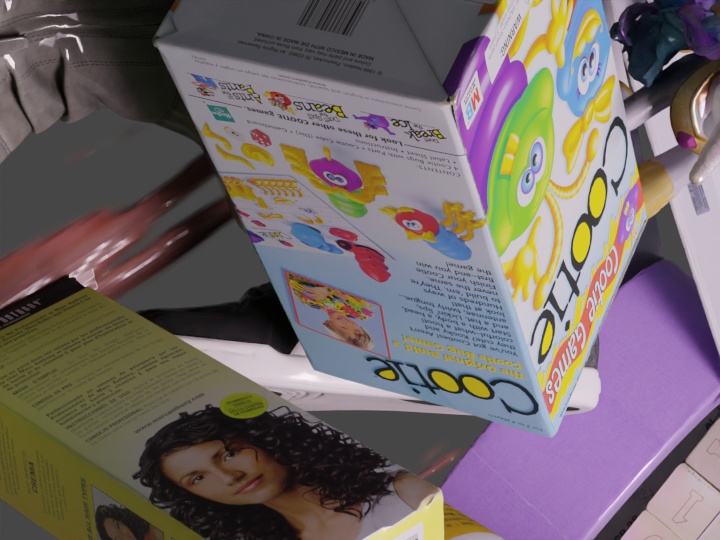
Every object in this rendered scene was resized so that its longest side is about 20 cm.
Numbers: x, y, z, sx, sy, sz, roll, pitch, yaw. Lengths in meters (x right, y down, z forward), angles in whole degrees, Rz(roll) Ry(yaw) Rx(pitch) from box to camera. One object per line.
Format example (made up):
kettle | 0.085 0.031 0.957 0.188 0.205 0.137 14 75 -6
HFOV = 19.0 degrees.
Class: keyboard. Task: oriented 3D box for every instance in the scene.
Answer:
keyboard | 0.148 -0.037 0.937 0.056 0.011 0.200 -18 90 -48

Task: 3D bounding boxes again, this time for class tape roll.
tape roll | 0.103 0.091 1.000 0.200 0.066 0.200 -45 166 -14

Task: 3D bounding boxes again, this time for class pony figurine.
pony figurine | 0.175 -0.089 0.820 0.193 0.200 0.167 -38 94 -7

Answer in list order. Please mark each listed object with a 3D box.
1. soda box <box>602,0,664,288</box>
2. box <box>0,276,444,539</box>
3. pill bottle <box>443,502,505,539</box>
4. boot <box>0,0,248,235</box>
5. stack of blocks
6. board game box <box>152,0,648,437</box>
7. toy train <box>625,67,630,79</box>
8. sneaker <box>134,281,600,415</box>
soda box | 0.074 -0.066 0.931 0.064 0.068 0.200 -43 139 -22
box | -0.065 0.069 0.749 0.075 0.200 0.050 -29 129 -36
pill bottle | 0.000 0.138 0.865 0.112 0.200 0.113 -26 130 -36
boot | -0.091 -0.067 0.763 0.131 0.068 0.200 -32 134 -17
stack of blocks | 0.163 0.138 1.049 0.200 0.059 0.115 -52 166 12
board game box | 0.024 -0.045 0.740 0.103 0.105 0.200 -63 154 -26
toy train | 0.128 -0.111 0.997 0.200 0.034 0.046 22 105 -52
sneaker | 0.000 0.000 0.878 0.200 0.073 0.112 4 77 -16
